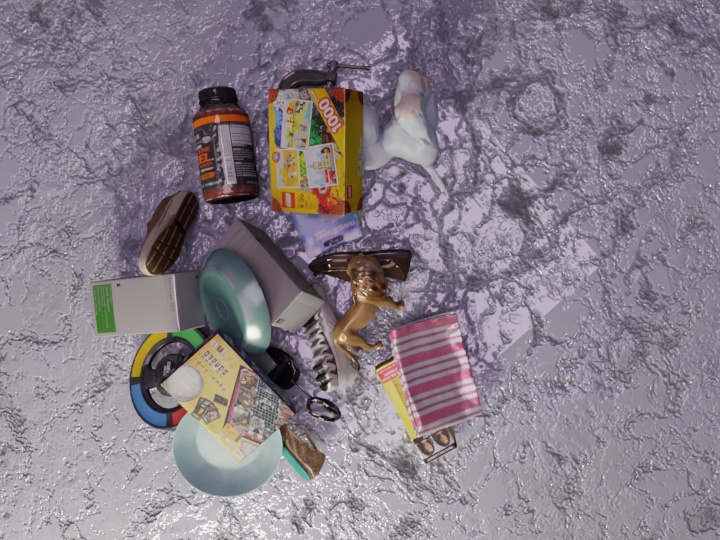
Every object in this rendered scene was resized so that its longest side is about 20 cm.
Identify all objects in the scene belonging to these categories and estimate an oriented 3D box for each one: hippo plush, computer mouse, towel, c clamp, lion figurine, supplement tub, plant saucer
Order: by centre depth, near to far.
[{"bbox_3d":[-0.231,0.063,1.000,0.036,0.199,0.203,-24,90,-39],"label":"plant saucer"},{"bbox_3d":[-0.001,0.077,1.010,0.121,0.072,0.203,24,91,-35],"label":"lion figurine"},{"bbox_3d":[0.058,-0.255,1.035,0.158,0.161,0.201,-9,135,21],"label":"hippo plush"},{"bbox_3d":[0.140,0.188,1.046,0.144,0.030,0.204,-14,86,-20],"label":"towel"},{"bbox_3d":[-0.242,0.318,1.046,0.197,0.039,0.205,-2,104,-8],"label":"plant saucer"},{"bbox_3d":[-0.088,-0.304,1.052,0.168,0.027,0.203,13,79,16],"label":"c clamp"},{"bbox_3d":[-0.252,-0.230,1.053,0.105,0.107,0.204,-8,91,4],"label":"supplement tub"},{"bbox_3d":[-0.116,0.218,1.088,0.199,0.034,0.059,41,94,10],"label":"computer mouse"}]

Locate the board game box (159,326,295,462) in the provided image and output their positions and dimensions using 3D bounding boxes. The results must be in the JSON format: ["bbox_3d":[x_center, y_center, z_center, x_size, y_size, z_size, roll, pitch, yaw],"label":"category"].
[{"bbox_3d":[-0.226,0.217,0.986,0.135,0.035,0.201,-39,105,3],"label":"board game box"}]

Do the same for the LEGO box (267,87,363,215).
[{"bbox_3d":[-0.076,-0.204,0.972,0.146,0.077,0.204,6,104,23],"label":"LEGO box"}]

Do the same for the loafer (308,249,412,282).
[{"bbox_3d":[0.000,0.000,1.061,0.196,0.073,0.072,-3,91,4],"label":"loafer"}]

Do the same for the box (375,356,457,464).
[{"bbox_3d":[0.105,0.255,1.076,0.074,0.050,0.202,-27,90,5],"label":"box"}]

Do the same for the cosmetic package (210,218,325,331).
[{"bbox_3d":[-0.167,0.010,1.028,0.200,0.107,0.090,43,94,20],"label":"cosmetic package"}]

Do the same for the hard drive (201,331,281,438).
[{"bbox_3d":[-0.263,0.197,1.087,0.200,0.033,0.140,-46,70,5],"label":"hard drive"}]

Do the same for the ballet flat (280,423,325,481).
[{"bbox_3d":[-0.144,0.311,1.092,0.200,0.071,0.065,46,55,6],"label":"ballet flat"}]

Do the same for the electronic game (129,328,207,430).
[{"bbox_3d":[-0.358,0.198,1.078,0.197,0.042,0.204,-6,73,21],"label":"electronic game"}]

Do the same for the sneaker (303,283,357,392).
[{"bbox_3d":[-0.059,0.123,1.079,0.080,0.075,0.204,-9,82,-27],"label":"sneaker"}]

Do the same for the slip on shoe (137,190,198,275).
[{"bbox_3d":[-0.364,-0.071,1.042,0.059,0.077,0.202,1,51,15],"label":"slip on shoe"}]

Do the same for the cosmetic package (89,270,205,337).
[{"bbox_3d":[-0.396,0.062,1.062,0.197,0.085,0.110,-7,90,21],"label":"cosmetic package"}]

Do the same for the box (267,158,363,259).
[{"bbox_3d":[-0.081,-0.137,1.073,0.120,0.048,0.203,-22,90,4],"label":"box"}]
